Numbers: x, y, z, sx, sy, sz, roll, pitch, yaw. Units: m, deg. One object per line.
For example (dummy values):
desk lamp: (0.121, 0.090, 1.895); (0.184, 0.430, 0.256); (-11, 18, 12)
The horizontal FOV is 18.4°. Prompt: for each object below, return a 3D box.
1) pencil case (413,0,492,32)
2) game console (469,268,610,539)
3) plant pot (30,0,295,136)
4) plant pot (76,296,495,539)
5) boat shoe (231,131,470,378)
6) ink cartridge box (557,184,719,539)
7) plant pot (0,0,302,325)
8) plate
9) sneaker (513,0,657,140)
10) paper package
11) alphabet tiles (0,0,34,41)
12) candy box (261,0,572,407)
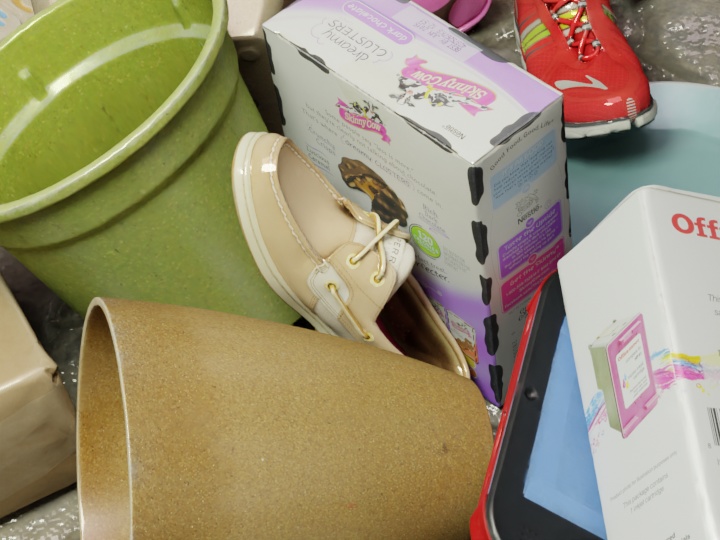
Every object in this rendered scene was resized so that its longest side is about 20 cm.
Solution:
pencil case: (0.030, -0.243, 1.490); (0.090, 0.094, 0.200); (-17, 47, -5)
game console: (0.151, 0.104, 1.149); (0.176, 0.031, 0.200); (26, 51, -9)
plant pot: (-0.111, -0.171, 1.395); (0.199, 0.200, 0.178); (-5, 59, 5)
plant pot: (-0.038, 0.106, 1.153); (0.199, 0.187, 0.187); (0, 46, -15)
boat shoe: (0.000, 0.000, 1.202); (0.069, 0.200, 0.074); (-11, 40, 28)
ink cartridge box: (0.193, 0.069, 1.127); (0.144, 0.085, 0.201); (10, 57, -28)
plant pot: (-0.117, -0.038, 1.249); (0.200, 0.184, 0.201); (-22, 36, 17)
plate: (0.175, -0.048, 1.323); (0.199, 0.026, 0.201); (-6, 37, 5)
sneaker: (0.128, -0.149, 1.375); (0.077, 0.085, 0.200); (-14, 35, -4)
paper package: (-0.281, 0.069, 1.257); (0.199, 0.104, 0.191); (-26, 48, -13)
alphabet tiles: (-0.291, -0.176, 1.458); (0.200, 0.015, 0.196); (36, 33, 7)
candy box: (0.037, -0.047, 1.242); (0.071, 0.200, 0.168); (-37, 54, -23)
